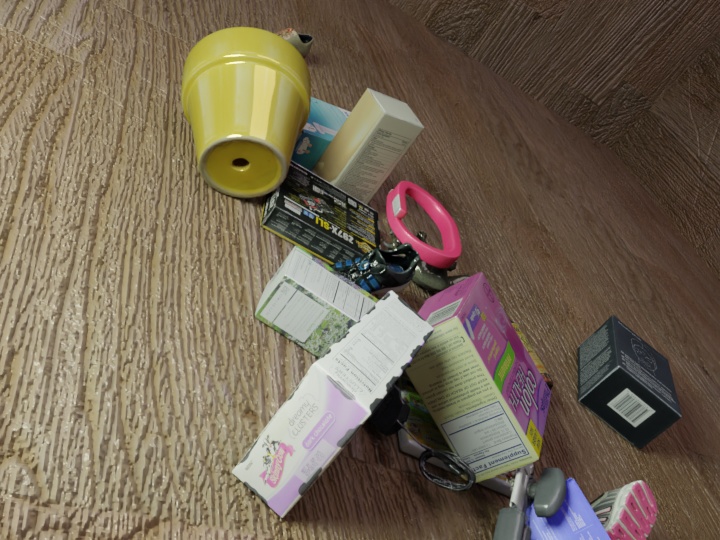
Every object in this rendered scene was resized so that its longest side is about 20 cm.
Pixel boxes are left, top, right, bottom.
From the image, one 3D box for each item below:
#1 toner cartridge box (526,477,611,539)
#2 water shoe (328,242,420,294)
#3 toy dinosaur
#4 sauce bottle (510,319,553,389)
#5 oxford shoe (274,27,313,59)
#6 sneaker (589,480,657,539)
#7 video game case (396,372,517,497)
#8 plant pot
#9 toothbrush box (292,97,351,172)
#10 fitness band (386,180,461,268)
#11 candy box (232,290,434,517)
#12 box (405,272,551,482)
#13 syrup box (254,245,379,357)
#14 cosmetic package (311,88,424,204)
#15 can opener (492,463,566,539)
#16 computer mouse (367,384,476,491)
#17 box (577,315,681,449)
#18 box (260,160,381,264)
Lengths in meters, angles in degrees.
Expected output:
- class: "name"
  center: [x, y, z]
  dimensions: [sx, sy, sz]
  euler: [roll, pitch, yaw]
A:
- class: "toner cartridge box"
  center: [0.264, 0.360, 0.828]
  dimensions: [0.201, 0.094, 0.043]
  euler: [63, -1, 36]
- class: "water shoe"
  center: [0.000, 0.000, 1.009]
  dimensions: [0.199, 0.079, 0.072]
  euler: [-15, 58, -39]
- class: "toy dinosaur"
  center: [0.113, -0.003, 1.212]
  dimensions: [0.200, 0.077, 0.103]
  euler: [41, 40, -8]
- class: "sauce bottle"
  center: [0.249, 0.125, 1.182]
  dimensions: [0.066, 0.066, 0.201]
  euler: [12, 39, -41]
- class: "oxford shoe"
  center: [-0.182, -0.513, 1.562]
  dimensions: [0.071, 0.075, 0.199]
  euler: [48, 29, 15]
- class: "sneaker"
  center: [0.317, 0.361, 0.927]
  dimensions: [0.074, 0.087, 0.200]
  euler: [51, 52, 1]
- class: "video game case"
  center: [0.128, 0.204, 0.968]
  dimensions: [0.199, 0.023, 0.183]
  euler: [28, 30, -23]
- class: "plant pot"
  center: [-0.173, -0.223, 1.052]
  dimensions: [0.199, 0.200, 0.190]
  euler: [21, 48, -31]
- class: "toothbrush box"
  center: [-0.076, -0.243, 1.293]
  dimensions: [0.199, 0.085, 0.147]
  euler: [8, 41, -44]
- class: "fitness band"
  center: [0.109, -0.080, 1.207]
  dimensions: [0.143, 0.037, 0.201]
  euler: [34, 28, -18]
- class: "candy box"
  center: [-0.023, 0.131, 0.732]
  dimensions: [0.071, 0.168, 0.200]
  euler: [40, 29, 6]
- class: "box"
  center: [0.151, 0.131, 0.907]
  dimensions: [0.201, 0.096, 0.176]
  euler: [60, 25, -5]
- class: "syrup box"
  center: [-0.029, 0.066, 0.914]
  dimensions: [0.199, 0.079, 0.082]
  euler: [33, 28, -12]
- class: "cosmetic package"
  center: [0.006, -0.202, 1.211]
  dimensions: [0.105, 0.200, 0.071]
  euler: [10, 39, -43]
- class: "can opener"
  center: [0.186, 0.299, 0.806]
  dimensions: [0.053, 0.066, 0.201]
  euler: [61, 40, -27]
- class: "computer mouse"
  center: [0.059, 0.191, 0.850]
  dimensions: [0.200, 0.059, 0.034]
  euler: [42, 5, 19]
- class: "box"
  center: [0.500, 0.205, 1.326]
  dimensions: [0.148, 0.107, 0.200]
  euler: [38, 29, -2]
- class: "box"
  center: [-0.059, -0.083, 1.124]
  dimensions: [0.199, 0.049, 0.160]
  euler: [28, 33, -21]
